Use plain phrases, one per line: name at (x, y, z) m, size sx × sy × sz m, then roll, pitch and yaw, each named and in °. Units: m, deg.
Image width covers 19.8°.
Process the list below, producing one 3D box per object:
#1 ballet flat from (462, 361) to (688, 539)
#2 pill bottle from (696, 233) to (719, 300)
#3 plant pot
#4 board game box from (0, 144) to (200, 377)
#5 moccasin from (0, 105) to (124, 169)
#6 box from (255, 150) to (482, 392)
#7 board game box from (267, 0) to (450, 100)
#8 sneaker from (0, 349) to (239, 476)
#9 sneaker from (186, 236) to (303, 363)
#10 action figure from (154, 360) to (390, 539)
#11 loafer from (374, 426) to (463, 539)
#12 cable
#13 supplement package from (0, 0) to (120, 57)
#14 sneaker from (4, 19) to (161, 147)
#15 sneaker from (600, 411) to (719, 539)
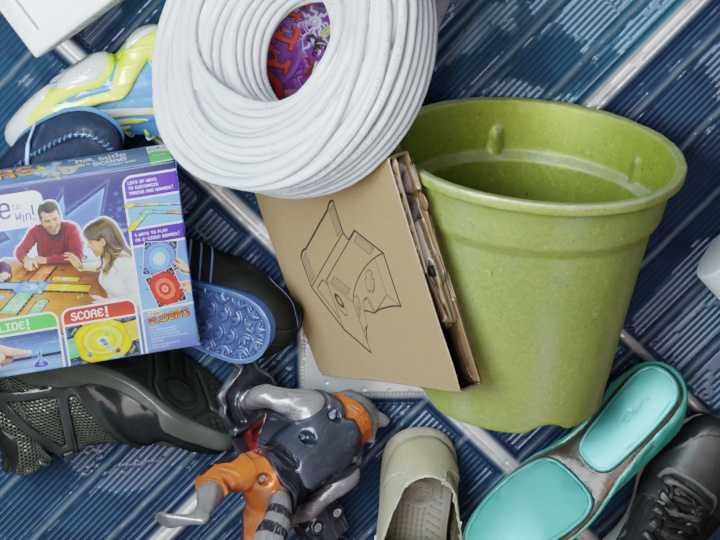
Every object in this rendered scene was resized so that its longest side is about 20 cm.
ballet flat at (0.160, 0.147, 1.474) m, size 0.200 × 0.070 × 0.067 m, roll -43°, pitch 67°, yaw 3°
pill bottle at (0.331, 0.044, 1.428) m, size 0.112 × 0.112 × 0.200 m, roll -44°, pitch 99°, yaw 10°
plant pot at (0.109, 0.002, 1.397) m, size 0.200 × 0.200 × 0.185 m, roll 5°, pitch 114°, yaw 0°
board game box at (-0.212, -0.001, 1.356) m, size 0.200 × 0.034 × 0.136 m, roll -9°, pitch 112°, yaw -9°
moccasin at (-0.229, -0.034, 1.410) m, size 0.080 × 0.068 × 0.200 m, roll 33°, pitch 129°, yaw -21°
box at (0.000, 0.000, 1.391) m, size 0.021 × 0.200 × 0.164 m, roll -24°, pitch 103°, yaw -27°
board game box at (-0.003, -0.181, 1.401) m, size 0.120 × 0.032 × 0.200 m, roll 21°, pitch 95°, yaw -16°
sneaker at (-0.189, 0.102, 1.477) m, size 0.199 × 0.076 × 0.114 m, roll 19°, pitch 126°, yaw -19°
sneaker at (-0.134, 0.008, 1.458) m, size 0.200 × 0.078 × 0.070 m, roll 28°, pitch 106°, yaw 17°
action figure at (-0.041, 0.164, 1.444) m, size 0.104 × 0.194 × 0.200 m, roll -1°, pitch 130°, yaw 46°
loafer at (0.040, 0.216, 1.496) m, size 0.076 × 0.068 × 0.200 m, roll -3°, pitch 103°, yaw 2°
cable at (-0.044, -0.144, 1.312) m, size 0.200 × 0.069 × 0.200 m, roll -23°, pitch 68°, yaw 29°
supplement package at (-0.162, -0.249, 1.373) m, size 0.200 × 0.110 × 0.114 m, roll -34°, pitch 100°, yaw 8°
sneaker at (-0.143, -0.114, 1.422) m, size 0.200 × 0.076 × 0.105 m, roll -31°, pitch 101°, yaw 7°
sneaker at (0.216, 0.198, 1.478) m, size 0.076 × 0.088 × 0.200 m, roll 31°, pitch 101°, yaw -5°
